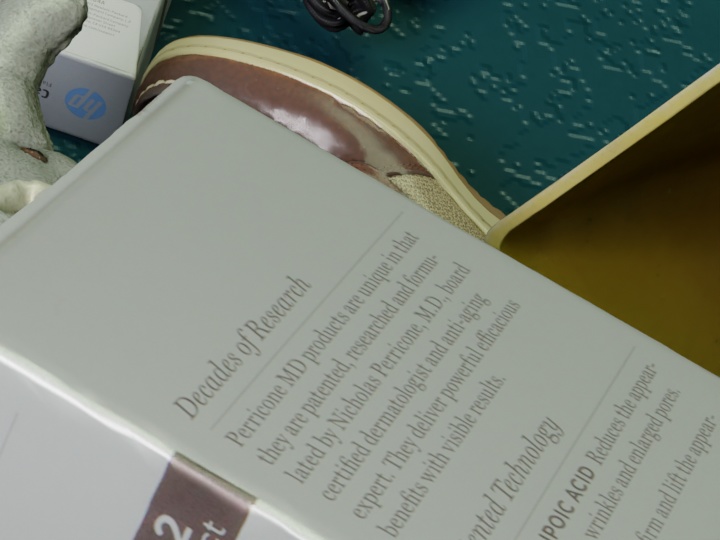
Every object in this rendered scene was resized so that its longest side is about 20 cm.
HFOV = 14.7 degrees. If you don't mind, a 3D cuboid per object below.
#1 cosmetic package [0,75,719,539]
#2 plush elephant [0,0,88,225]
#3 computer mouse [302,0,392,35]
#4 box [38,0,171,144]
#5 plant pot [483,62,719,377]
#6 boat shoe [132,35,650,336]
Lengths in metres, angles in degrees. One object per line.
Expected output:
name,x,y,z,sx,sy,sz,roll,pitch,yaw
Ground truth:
cosmetic package,-0.020,0.086,0.734,0.199,0.165,0.165,29,30,7
plush elephant,-0.140,-0.030,0.824,0.154,0.165,0.201,-1,78,-1
computer mouse,0.016,-0.171,1.055,0.200,0.046,0.141,-32,88,-37
box,-0.133,-0.147,1.004,0.155,0.041,0.201,18,48,-4
plant pot,0.196,0.001,0.873,0.201,0.200,0.176,55,34,2
boat shoe,0.000,0.000,0.907,0.200,0.072,0.072,38,47,6
